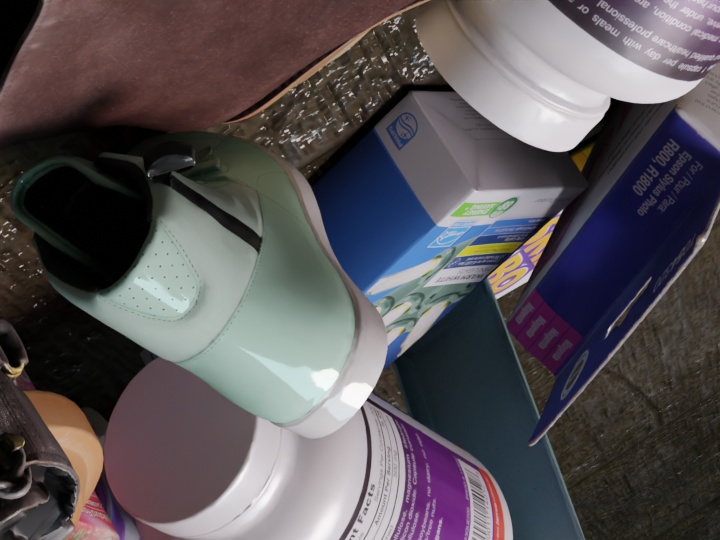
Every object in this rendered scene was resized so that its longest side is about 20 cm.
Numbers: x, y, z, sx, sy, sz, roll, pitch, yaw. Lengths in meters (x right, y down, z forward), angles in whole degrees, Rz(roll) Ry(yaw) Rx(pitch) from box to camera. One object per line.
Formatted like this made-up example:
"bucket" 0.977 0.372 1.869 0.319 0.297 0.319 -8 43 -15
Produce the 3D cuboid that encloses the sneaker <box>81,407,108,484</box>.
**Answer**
"sneaker" -0.162 0.105 1.136 0.200 0.073 0.085 -11 124 -39

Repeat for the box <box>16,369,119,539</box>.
"box" -0.186 0.081 0.941 0.095 0.103 0.200 -34 161 4

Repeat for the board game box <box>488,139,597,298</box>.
"board game box" 0.063 -0.006 1.263 0.200 0.030 0.096 -32 162 -11

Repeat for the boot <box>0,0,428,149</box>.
"boot" -0.033 -0.103 0.760 0.166 0.072 0.200 -20 162 -41

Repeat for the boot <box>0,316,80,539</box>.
"boot" -0.139 -0.004 0.676 0.069 0.174 0.200 -32 163 -1

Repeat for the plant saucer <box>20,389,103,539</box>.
"plant saucer" -0.175 0.112 0.824 0.200 0.032 0.200 -30 162 -11

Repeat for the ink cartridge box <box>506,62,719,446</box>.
"ink cartridge box" 0.131 -0.044 1.094 0.200 0.043 0.196 -61 -178 -36

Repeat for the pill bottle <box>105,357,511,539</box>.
"pill bottle" -0.023 0.102 1.051 0.112 0.113 0.200 -37 143 14

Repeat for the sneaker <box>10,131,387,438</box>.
"sneaker" -0.073 -0.024 0.839 0.118 0.200 0.074 34 96 -32

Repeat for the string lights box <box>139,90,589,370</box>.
"string lights box" 0.000 0.000 1.112 0.200 0.059 0.103 -43 159 29

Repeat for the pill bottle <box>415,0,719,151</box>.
"pill bottle" 0.108 -0.137 0.824 0.200 0.113 0.112 -49 157 26

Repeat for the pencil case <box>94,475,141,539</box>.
"pencil case" -0.094 0.148 1.112 0.200 0.084 0.086 35 76 -52

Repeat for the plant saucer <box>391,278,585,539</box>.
"plant saucer" 0.063 0.087 1.174 0.070 0.200 0.019 -40 130 19
